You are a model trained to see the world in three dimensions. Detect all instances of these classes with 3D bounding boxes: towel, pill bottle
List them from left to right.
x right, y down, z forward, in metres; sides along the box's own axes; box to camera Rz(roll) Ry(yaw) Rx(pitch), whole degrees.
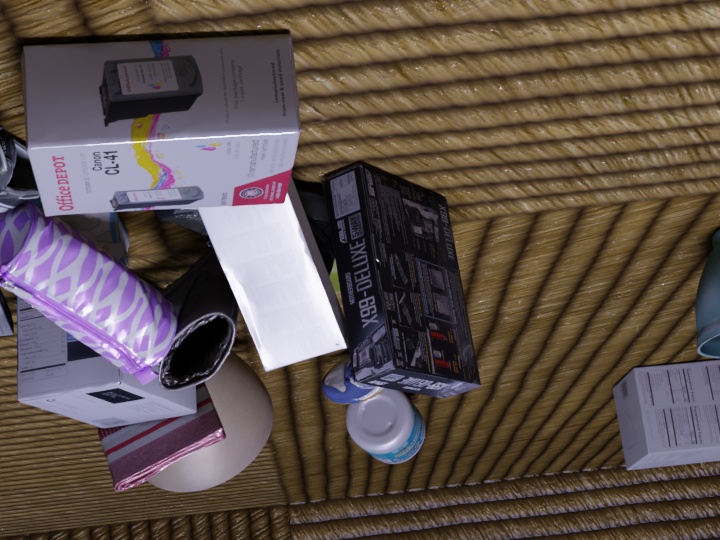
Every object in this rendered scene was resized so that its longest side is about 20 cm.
[{"bbox_3d":[-0.252,0.163,1.621,0.143,0.201,0.023,-26,133,-4],"label":"towel"},{"bbox_3d":[0.046,0.256,2.209,0.109,0.112,0.200,-10,163,9],"label":"pill bottle"}]

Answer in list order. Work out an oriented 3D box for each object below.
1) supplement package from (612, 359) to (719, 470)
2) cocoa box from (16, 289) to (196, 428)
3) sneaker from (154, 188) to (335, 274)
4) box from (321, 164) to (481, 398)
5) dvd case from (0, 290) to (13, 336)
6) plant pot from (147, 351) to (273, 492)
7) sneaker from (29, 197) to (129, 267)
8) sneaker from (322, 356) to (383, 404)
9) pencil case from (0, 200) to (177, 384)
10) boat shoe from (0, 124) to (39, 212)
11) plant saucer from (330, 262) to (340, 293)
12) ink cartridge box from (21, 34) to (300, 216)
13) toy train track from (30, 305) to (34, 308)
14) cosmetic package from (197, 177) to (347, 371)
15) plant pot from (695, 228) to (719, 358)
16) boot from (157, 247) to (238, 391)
[{"bbox_3d":[0.560,0.249,2.318,0.197,0.153,0.152,-5,162,-6],"label":"supplement package"},{"bbox_3d":[-0.284,0.091,1.518,0.131,0.133,0.200,-10,163,15],"label":"cocoa box"},{"bbox_3d":[-0.104,-0.024,1.255,0.197,0.116,0.076,10,166,-38],"label":"sneaker"},{"bbox_3d":[0.041,0.013,1.286,0.049,0.203,0.157,-20,160,31],"label":"box"},{"bbox_3d":[-0.493,0.048,1.485,0.197,0.025,0.151,-5,162,-9],"label":"dvd case"},{"bbox_3d":[-0.225,0.162,1.725,0.197,0.202,0.135,-10,134,10],"label":"plant pot"},{"bbox_3d":[-0.260,-0.019,1.267,0.075,0.082,0.200,-7,159,6],"label":"sneaker"},{"bbox_3d":[0.019,0.124,1.874,0.198,0.076,0.088,-24,146,25],"label":"sneaker"},{"bbox_3d":[-0.251,0.018,1.193,0.083,0.086,0.199,-33,133,22],"label":"pencil case"},{"bbox_3d":[-0.305,-0.094,1.057,0.070,0.073,0.200,-18,172,8],"label":"boat shoe"},{"bbox_3d":[0.000,0.000,1.458,0.197,0.032,0.200,0,170,0],"label":"plant saucer"},{"bbox_3d":[-0.151,-0.108,1.023,0.197,0.087,0.148,-5,163,-10],"label":"ink cartridge box"},{"bbox_3d":[-0.352,-0.014,1.294,0.199,0.115,0.033,23,104,-39],"label":"toy train track"},{"bbox_3d":[-0.079,-0.013,1.196,0.081,0.051,0.202,-15,118,9],"label":"cosmetic package"},{"bbox_3d":[0.481,0.012,1.565,0.197,0.136,0.201,-6,163,-2],"label":"plant pot"},{"bbox_3d":[-0.173,0.068,1.342,0.072,0.201,0.183,29,113,-18],"label":"boot"}]
